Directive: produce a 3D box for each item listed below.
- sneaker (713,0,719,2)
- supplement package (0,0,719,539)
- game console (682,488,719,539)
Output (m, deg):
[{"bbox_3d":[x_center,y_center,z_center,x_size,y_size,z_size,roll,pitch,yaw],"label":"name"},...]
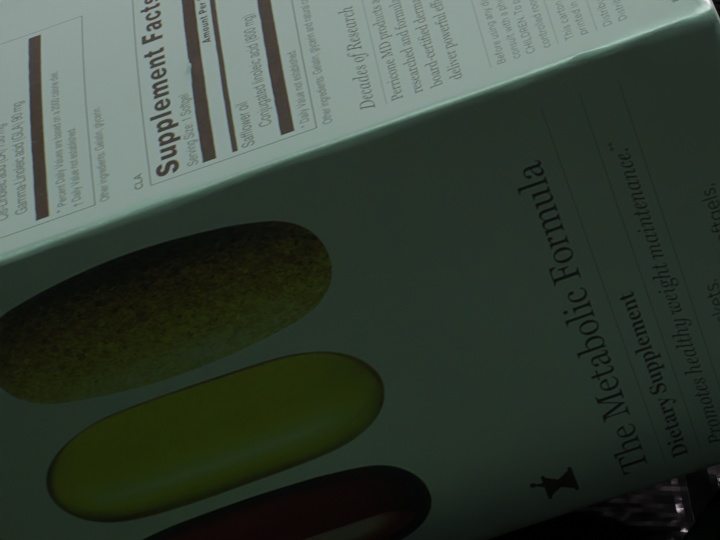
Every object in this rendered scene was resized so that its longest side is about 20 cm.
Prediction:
[{"bbox_3d":[0.047,-0.128,0.908,0.200,0.078,0.082,15,7,-17],"label":"sneaker"},{"bbox_3d":[-0.015,-0.006,0.627,0.200,0.114,0.110,-19,35,6],"label":"supplement package"},{"bbox_3d":[0.169,0.107,0.601,0.200,0.116,0.176,25,66,36],"label":"game console"}]
